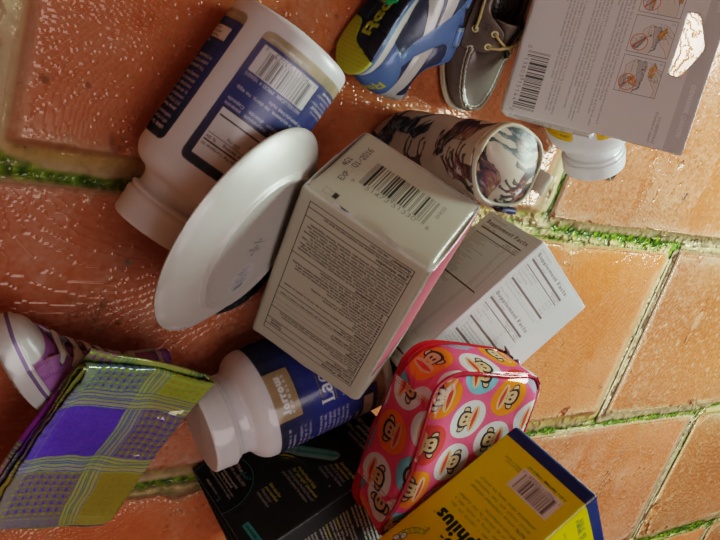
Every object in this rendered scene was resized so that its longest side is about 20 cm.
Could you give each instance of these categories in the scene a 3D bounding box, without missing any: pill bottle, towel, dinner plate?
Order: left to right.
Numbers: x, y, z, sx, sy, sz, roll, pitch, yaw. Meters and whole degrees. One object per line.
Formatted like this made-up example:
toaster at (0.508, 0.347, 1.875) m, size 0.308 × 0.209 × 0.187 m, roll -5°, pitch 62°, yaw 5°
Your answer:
towel at (-0.234, 0.159, 0.697) m, size 0.200 × 0.023 × 0.144 m, roll -52°, pitch 141°, yaw 13°
pill bottle at (-0.112, -0.112, 0.649) m, size 0.111 × 0.111 × 0.200 m, roll 34°, pitch 93°, yaw -44°
dinner plate at (-0.092, -0.027, 0.644) m, size 0.200 × 0.024 × 0.200 m, roll -49°, pitch 168°, yaw -14°
pill bottle at (-0.076, 0.123, 0.810) m, size 0.200 × 0.116 × 0.116 m, roll -21°, pitch 127°, yaw -26°
pill bottle at (0.255, -0.202, 0.874) m, size 0.104 × 0.104 × 0.200 m, roll -32°, pitch 131°, yaw -18°

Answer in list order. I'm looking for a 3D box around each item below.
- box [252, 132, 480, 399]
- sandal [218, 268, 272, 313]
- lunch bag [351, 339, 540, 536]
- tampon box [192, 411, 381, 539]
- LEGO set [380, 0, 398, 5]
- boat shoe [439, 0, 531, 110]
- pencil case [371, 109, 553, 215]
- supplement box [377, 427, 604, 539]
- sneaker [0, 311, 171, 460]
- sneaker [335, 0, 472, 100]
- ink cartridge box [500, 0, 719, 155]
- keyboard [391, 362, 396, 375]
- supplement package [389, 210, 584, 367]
box at (0.000, 0.000, 0.714) m, size 0.109 × 0.128 × 0.200 m, roll -49°, pitch 170°, yaw -43°
sandal at (-0.104, -0.027, 0.759) m, size 0.200 × 0.045 × 0.075 m, roll -40°, pitch 140°, yaw -31°
lunch bag at (0.098, 0.172, 0.791) m, size 0.176 × 0.082 × 0.200 m, roll 9°, pitch 109°, yaw -35°
tampon box at (-0.054, 0.252, 0.879) m, size 0.200 × 0.150 × 0.126 m, roll -29°, pitch 128°, yaw -20°
LEGO set at (0.024, -0.337, 0.643) m, size 0.200 × 0.116 × 0.154 m, roll -52°, pitch 163°, yaw 6°
boat shoe at (0.134, -0.253, 0.783) m, size 0.072 × 0.060 × 0.200 m, roll -1°, pitch 116°, yaw -36°
pencil case at (0.085, -0.107, 0.748) m, size 0.089 × 0.200 × 0.078 m, roll 38°, pitch 83°, yaw -31°
supplement box at (0.118, 0.267, 0.739) m, size 0.200 × 0.110 × 0.109 m, roll -35°, pitch 132°, yaw -15°
sneaker at (-0.235, 0.082, 0.696) m, size 0.114 × 0.073 × 0.201 m, roll -31°, pitch 142°, yaw -9°
sneaker at (0.065, -0.246, 0.731) m, size 0.200 × 0.074 × 0.082 m, roll -47°, pitch 136°, yaw 6°
ink cartridge box at (0.248, -0.225, 0.749) m, size 0.045 × 0.176 × 0.200 m, roll -13°, pitch 121°, yaw -73°
keyboard at (0.060, 0.039, 0.923) m, size 0.104 × 0.040 × 0.200 m, roll -22°, pitch 120°, yaw -14°
supplement package at (0.123, 0.051, 0.866) m, size 0.200 × 0.114 × 0.110 m, roll -41°, pitch 121°, yaw -2°
